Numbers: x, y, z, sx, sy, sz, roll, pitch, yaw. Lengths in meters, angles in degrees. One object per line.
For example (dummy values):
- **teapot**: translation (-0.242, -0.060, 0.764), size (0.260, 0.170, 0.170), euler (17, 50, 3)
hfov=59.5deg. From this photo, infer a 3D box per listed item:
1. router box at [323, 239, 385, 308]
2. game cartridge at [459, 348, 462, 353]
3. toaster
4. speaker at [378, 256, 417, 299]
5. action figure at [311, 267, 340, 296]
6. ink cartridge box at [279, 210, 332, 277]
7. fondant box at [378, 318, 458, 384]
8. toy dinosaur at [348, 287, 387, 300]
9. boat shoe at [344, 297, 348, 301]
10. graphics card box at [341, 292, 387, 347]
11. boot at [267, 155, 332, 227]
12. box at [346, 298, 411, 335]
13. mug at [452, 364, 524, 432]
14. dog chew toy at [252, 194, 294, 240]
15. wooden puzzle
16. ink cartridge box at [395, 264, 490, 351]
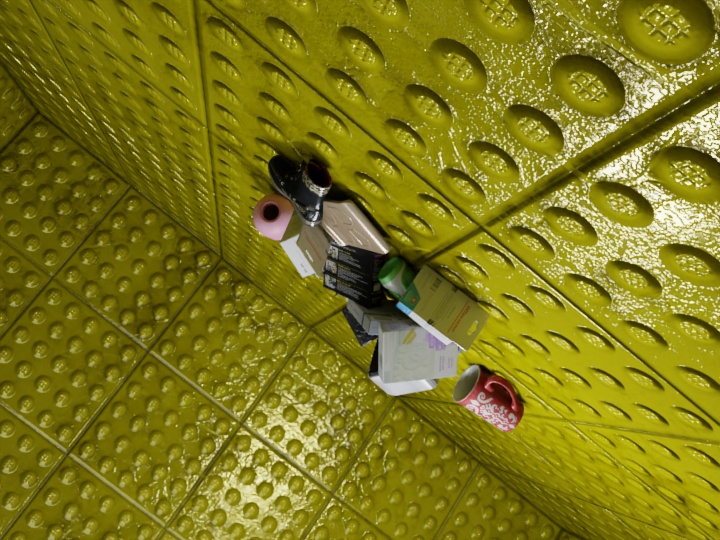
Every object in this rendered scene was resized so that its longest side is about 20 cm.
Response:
- **router box**: translation (-0.020, -0.001, 1.704), size (0.050, 0.152, 0.198), euler (-10, -157, -40)
- **game cartridge**: translation (0.233, 0.174, 1.854), size (0.129, 0.039, 0.201), euler (34, 166, 33)
- **toaster**: translation (0.137, 0.231, 1.747), size (0.198, 0.183, 0.119), euler (-19, 128, 35)
- **speaker**: translation (0.138, 0.057, 1.609), size (0.200, 0.089, 0.088), euler (42, 165, -18)
- **action figure**: translation (-0.101, -0.014, 1.878), size (0.202, 0.101, 0.119), euler (58, 164, -14)
- **ink cartridge box**: translation (-0.139, -0.071, 1.617), size (0.066, 0.201, 0.117), euler (-20, 119, 23)
- **fondant box**: translation (0.145, 0.198, 1.582), size (0.058, 0.196, 0.147), euler (-121, 28, -67)
- **toy dinosaur**: translation (0.000, 0.000, 1.793), size (0.201, 0.101, 0.137), euler (49, 142, 28)
- **boat shoe**: translation (-0.041, 0.055, 2.028), size (0.068, 0.075, 0.199), euler (40, 175, -40)
- **graphics card box**: translation (0.034, 0.137, 1.877), size (0.199, 0.050, 0.127), euler (-21, -99, -58)
- **boot**: translation (-0.138, -0.221, 1.461), size (0.205, 0.073, 0.154), euler (55, 151, 15)
- **box**: translation (0.063, 0.122, 1.681), size (0.153, 0.042, 0.200), euler (7, -165, -20)
- **mug**: translation (0.411, 0.407, 1.956), size (0.199, 0.135, 0.177), euler (36, 168, -11)
- **dog chew toy**: translation (-0.244, -0.146, 1.854), size (0.124, 0.126, 0.200), euler (34, 174, 10)
- **wooden puzzle**: translation (-0.032, -0.122, 1.554), size (0.198, 0.047, 0.185), euler (11, 151, 52)
- **ink cartridge box**: translation (0.198, 0.096, 1.516), size (0.199, 0.116, 0.067), euler (37, 165, 3)
